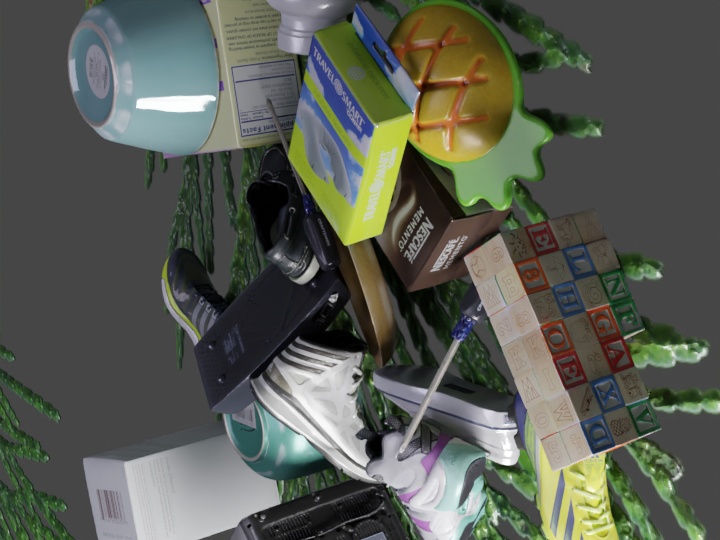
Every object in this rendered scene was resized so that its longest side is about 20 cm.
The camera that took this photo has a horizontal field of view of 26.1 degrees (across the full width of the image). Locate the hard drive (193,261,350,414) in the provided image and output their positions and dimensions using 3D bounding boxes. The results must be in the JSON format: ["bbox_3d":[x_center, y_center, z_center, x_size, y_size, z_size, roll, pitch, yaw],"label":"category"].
[{"bbox_3d":[-0.094,0.056,1.673,0.200,0.042,0.135,-46,32,13],"label":"hard drive"}]

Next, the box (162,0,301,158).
[{"bbox_3d":[-0.155,-0.235,1.733,0.175,0.096,0.202,-1,99,55],"label":"box"}]

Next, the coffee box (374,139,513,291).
[{"bbox_3d":[0.048,-0.096,1.504,0.201,0.079,0.113,58,141,25],"label":"coffee box"}]

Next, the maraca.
[{"bbox_3d":[0.093,-0.151,1.403,0.137,0.107,0.201,-41,76,35],"label":"maraca"}]

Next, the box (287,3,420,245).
[{"bbox_3d":[-0.009,-0.131,1.433,0.122,0.047,0.201,57,153,27],"label":"box"}]

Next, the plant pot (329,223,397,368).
[{"bbox_3d":[0.000,0.000,1.583,0.200,0.027,0.202,161,90,-85],"label":"plant pot"}]

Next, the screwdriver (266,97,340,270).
[{"bbox_3d":[-0.059,-0.093,1.616,0.028,0.029,0.201,54,-161,-74],"label":"screwdriver"}]

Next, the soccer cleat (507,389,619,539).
[{"bbox_3d":[0.197,0.190,1.402,0.084,0.064,0.202,-32,75,47],"label":"soccer cleat"}]

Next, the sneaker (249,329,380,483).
[{"bbox_3d":[-0.010,0.138,1.632,0.115,0.200,0.076,-47,31,6],"label":"sneaker"}]

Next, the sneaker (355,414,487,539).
[{"bbox_3d":[0.052,0.203,1.537,0.139,0.078,0.201,29,146,20],"label":"sneaker"}]

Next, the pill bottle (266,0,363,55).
[{"bbox_3d":[-0.044,-0.320,1.543,0.104,0.104,0.202,26,121,48],"label":"pill bottle"}]

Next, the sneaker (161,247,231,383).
[{"bbox_3d":[-0.173,0.055,1.886,0.081,0.074,0.201,-41,73,42],"label":"sneaker"}]

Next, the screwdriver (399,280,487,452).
[{"bbox_3d":[0.081,0.078,1.447,0.028,0.029,0.201,22,76,45],"label":"screwdriver"}]

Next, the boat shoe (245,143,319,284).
[{"bbox_3d":[-0.091,-0.072,1.667,0.074,0.066,0.200,-42,40,33],"label":"boat shoe"}]

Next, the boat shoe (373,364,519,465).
[{"bbox_3d":[0.082,0.143,1.539,0.199,0.073,0.066,19,111,52],"label":"boat shoe"}]

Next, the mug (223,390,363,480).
[{"bbox_3d":[-0.091,0.167,1.753,0.153,0.114,0.185,58,140,25],"label":"mug"}]

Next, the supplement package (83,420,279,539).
[{"bbox_3d":[-0.215,0.261,1.883,0.117,0.199,0.118,-7,95,55],"label":"supplement package"}]

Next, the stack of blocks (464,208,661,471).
[{"bbox_3d":[0.183,0.058,1.333,0.059,0.115,0.201,-35,72,53],"label":"stack of blocks"}]

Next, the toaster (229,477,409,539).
[{"bbox_3d":[-0.028,0.338,1.668,0.201,0.180,0.119,62,148,19],"label":"toaster"}]

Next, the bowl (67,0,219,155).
[{"bbox_3d":[-0.249,-0.218,1.697,0.200,0.104,0.203,24,120,50],"label":"bowl"}]
